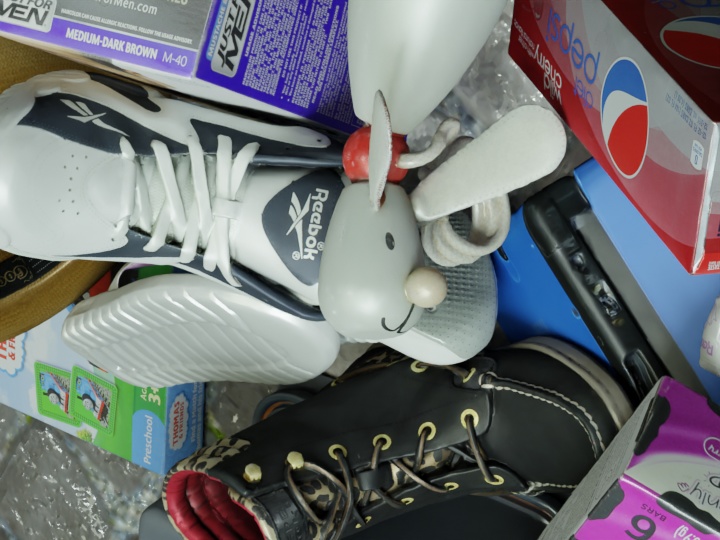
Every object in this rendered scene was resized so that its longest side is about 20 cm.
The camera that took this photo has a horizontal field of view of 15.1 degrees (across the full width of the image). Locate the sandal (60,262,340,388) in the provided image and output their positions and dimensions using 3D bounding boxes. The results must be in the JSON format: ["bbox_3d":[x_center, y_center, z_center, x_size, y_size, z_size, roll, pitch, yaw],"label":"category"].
[{"bbox_3d":[-0.078,0.016,1.257,0.082,0.050,0.202,34,157,-29],"label":"sandal"}]

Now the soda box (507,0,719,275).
[{"bbox_3d":[0.122,-0.073,1.044,0.200,0.070,0.064,-121,31,-57],"label":"soda box"}]

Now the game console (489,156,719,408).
[{"bbox_3d":[0.159,0.034,1.160,0.201,0.118,0.171,59,163,4],"label":"game console"}]

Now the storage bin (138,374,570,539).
[{"bbox_3d":[-0.008,0.157,1.267,0.199,0.134,0.146,23,121,31],"label":"storage bin"}]

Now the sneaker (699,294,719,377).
[{"bbox_3d":[0.176,-0.005,1.062,0.099,0.075,0.202,-8,91,10],"label":"sneaker"}]

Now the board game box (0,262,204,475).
[{"bbox_3d":[-0.164,0.001,1.395,0.199,0.037,0.152,21,120,32],"label":"board game box"}]

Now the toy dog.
[{"bbox_3d":[0.038,-0.077,1.044,0.096,0.132,0.201,6,110,42],"label":"toy dog"}]

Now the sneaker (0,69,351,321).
[{"bbox_3d":[-0.060,-0.029,1.104,0.129,0.199,0.080,13,90,34],"label":"sneaker"}]

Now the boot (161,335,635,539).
[{"bbox_3d":[0.016,0.085,1.170,0.200,0.150,0.074,14,126,55],"label":"boot"}]

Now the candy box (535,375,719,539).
[{"bbox_3d":[0.130,0.148,1.097,0.136,0.061,0.200,30,139,0],"label":"candy box"}]

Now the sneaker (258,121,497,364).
[{"bbox_3d":[0.000,0.000,1.233,0.200,0.070,0.081,36,144,48],"label":"sneaker"}]

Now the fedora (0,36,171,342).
[{"bbox_3d":[-0.185,-0.051,1.260,0.082,0.200,0.201,50,134,36],"label":"fedora"}]

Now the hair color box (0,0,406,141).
[{"bbox_3d":[-0.061,-0.102,1.151,0.109,0.200,0.065,15,89,27],"label":"hair color box"}]
